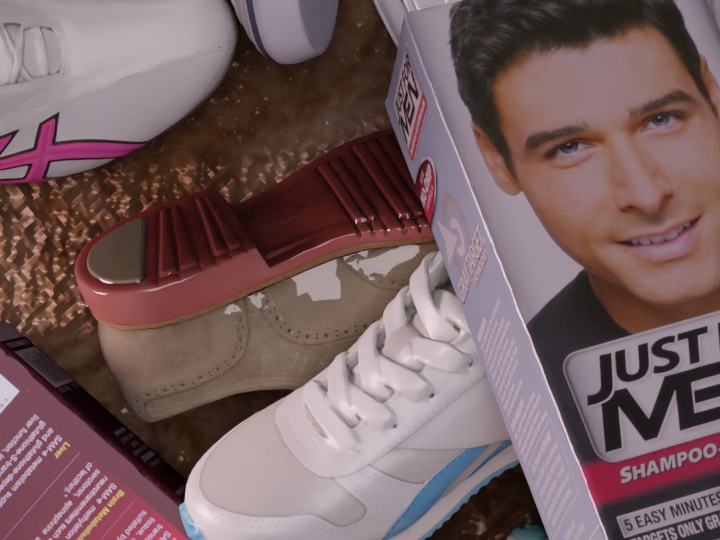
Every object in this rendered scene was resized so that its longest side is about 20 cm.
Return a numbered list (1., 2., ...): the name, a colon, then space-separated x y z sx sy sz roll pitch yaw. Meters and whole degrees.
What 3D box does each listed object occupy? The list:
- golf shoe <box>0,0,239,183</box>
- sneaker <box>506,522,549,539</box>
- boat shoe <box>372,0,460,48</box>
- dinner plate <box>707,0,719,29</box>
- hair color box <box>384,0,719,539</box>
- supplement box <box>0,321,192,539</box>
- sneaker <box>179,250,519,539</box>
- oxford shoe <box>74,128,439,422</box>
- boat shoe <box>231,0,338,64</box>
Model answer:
1. golf shoe: -0.140 -0.063 0.863 0.200 0.092 0.073 -14 89 -1
2. sneaker: 0.114 0.181 0.874 0.200 0.078 0.091 38 94 10
3. boat shoe: 0.025 -0.149 0.870 0.071 0.069 0.200 -18 88 0
4. dinner plate: 0.183 -0.097 0.810 0.200 0.024 0.201 -11 65 25
5. hair color box: 0.087 0.004 0.770 0.099 0.061 0.200 -15 67 -12
6. supplement box: -0.092 0.123 0.876 0.200 0.061 0.109 42 91 1
7. sneaker: 0.025 0.035 0.837 0.200 0.077 0.081 -27 135 -12
8. oxford shoe: 0.000 0.000 0.885 0.200 0.070 0.075 -14 121 -5
9. boat shoe: -0.054 -0.170 0.878 0.070 0.071 0.200 -9 90 15
